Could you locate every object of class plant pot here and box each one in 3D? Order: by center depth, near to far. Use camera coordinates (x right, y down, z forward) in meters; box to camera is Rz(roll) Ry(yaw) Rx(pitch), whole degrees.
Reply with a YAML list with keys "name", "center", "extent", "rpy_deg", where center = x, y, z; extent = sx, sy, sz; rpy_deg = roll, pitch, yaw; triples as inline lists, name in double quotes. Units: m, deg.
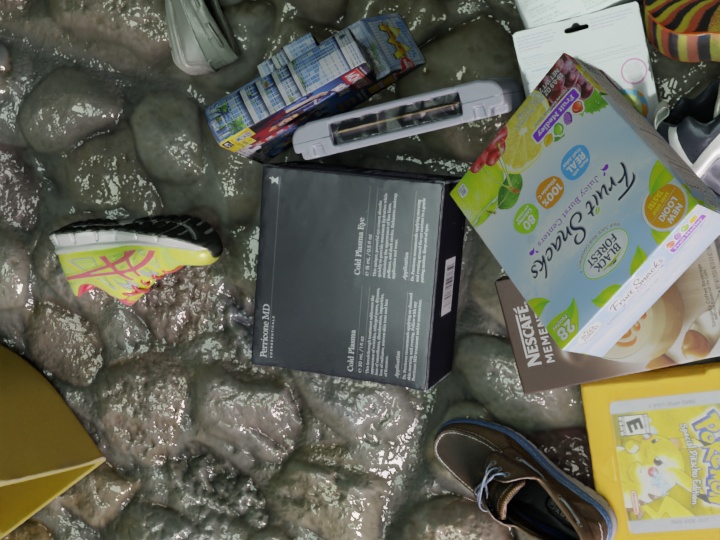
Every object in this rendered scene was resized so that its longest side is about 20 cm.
- name: "plant pot"
  center: [-0.442, 0.183, 1.264]
  extent: [0.194, 0.195, 0.200]
  rpy_deg: [-36, 75, 19]

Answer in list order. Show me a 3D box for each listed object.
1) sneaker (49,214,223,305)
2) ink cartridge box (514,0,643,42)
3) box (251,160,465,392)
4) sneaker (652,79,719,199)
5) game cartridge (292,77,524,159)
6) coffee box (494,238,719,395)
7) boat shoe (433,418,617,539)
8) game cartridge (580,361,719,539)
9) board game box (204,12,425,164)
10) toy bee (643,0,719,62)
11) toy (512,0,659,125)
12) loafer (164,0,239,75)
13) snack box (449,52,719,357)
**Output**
- name: "sneaker"
  center: [-0.233, -0.008, 1.231]
  extent: [0.199, 0.078, 0.091]
  rpy_deg: [0, 105, 24]
- name: "ink cartridge box"
  center: [0.199, -0.330, 1.057]
  extent: [0.162, 0.057, 0.201]
  rpy_deg: [-22, 84, 20]
- name: "box"
  center: [0.000, 0.000, 1.131]
  extent: [0.181, 0.104, 0.201]
  rpy_deg: [8, 99, 17]
- name: "sneaker"
  center: [0.338, -0.107, 0.992]
  extent: [0.198, 0.080, 0.130]
  rpy_deg: [4, 120, 12]
- name: "game cartridge"
  center: [0.049, -0.143, 1.081]
  extent: [0.199, 0.133, 0.041]
  rpy_deg: [-11, 92, 18]
- name: "coffee box"
  center: [0.239, 0.038, 1.068]
  extent: [0.199, 0.080, 0.115]
  rpy_deg: [-15, 91, 20]
- name: "boat shoe"
  center: [0.148, 0.205, 1.110]
  extent: [0.200, 0.072, 0.073]
  rpy_deg: [26, 108, 27]
- name: "game cartridge"
  center: [0.317, 0.176, 1.084]
  extent: [0.199, 0.032, 0.177]
  rpy_deg: [-8, 94, 21]
- name: "board game box"
  center: [-0.040, -0.182, 1.098]
  extent: [0.199, 0.200, 0.062]
  rpy_deg: [-29, 88, 5]
- name: "toy bee"
  center: [0.341, -0.207, 0.978]
  extent: [0.199, 0.131, 0.109]
  rpy_deg: [-17, 49, 33]
- name: "toy"
  center: [0.220, -0.135, 1.072]
  extent: [0.115, 0.047, 0.201]
  rpy_deg: [-12, 98, 16]
- name: "loafer"
  center: [-0.170, -0.301, 1.174]
  extent: [0.069, 0.070, 0.201]
  rpy_deg: [-10, 101, 14]
- name: "snack box"
  center: [0.190, -0.056, 0.988]
  extent: [0.169, 0.068, 0.200]
  rpy_deg: [-52, 51, 25]
